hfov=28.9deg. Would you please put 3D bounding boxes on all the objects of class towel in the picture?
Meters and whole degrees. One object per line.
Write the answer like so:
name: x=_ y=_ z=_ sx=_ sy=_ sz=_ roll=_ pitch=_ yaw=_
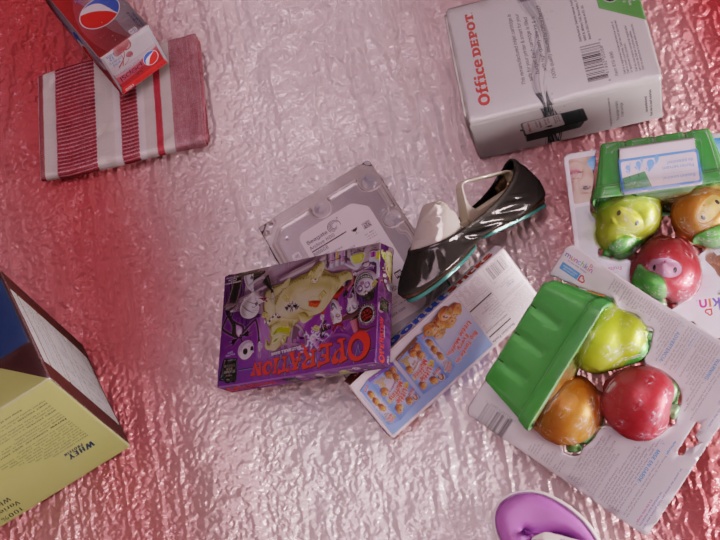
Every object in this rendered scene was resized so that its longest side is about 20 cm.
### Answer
towel: x=-0.269 y=-0.181 z=1.577 sx=0.198 sy=0.023 sz=0.145 roll=-12 pitch=64 yaw=10

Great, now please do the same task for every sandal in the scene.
sandal: x=0.190 y=0.272 z=1.233 sx=0.082 sy=0.050 sz=0.203 roll=-36 pitch=62 yaw=-4

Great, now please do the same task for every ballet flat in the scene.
ballet flat: x=0.098 y=-0.047 z=1.365 sx=0.200 sy=0.068 sz=0.069 roll=-36 pitch=102 yaw=-30

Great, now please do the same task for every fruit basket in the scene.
fruit basket: x=0.225 y=0.107 z=1.265 sx=0.199 sy=0.094 sz=0.186 roll=32 pitch=101 yaw=10
fruit basket: x=0.293 y=-0.031 z=1.323 sx=0.183 sy=0.094 sz=0.202 roll=-7 pitch=68 yaw=11

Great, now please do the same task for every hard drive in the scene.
hard drive: x=0.000 y=0.000 z=1.415 sx=0.139 sy=0.038 sz=0.201 roll=-30 pitch=61 yaw=-1

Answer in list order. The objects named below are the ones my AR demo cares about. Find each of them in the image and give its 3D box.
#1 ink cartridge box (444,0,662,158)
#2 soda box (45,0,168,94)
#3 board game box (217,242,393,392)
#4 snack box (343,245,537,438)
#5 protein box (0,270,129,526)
ink cartridge box: x=0.197 y=-0.213 z=1.434 sx=0.198 sy=0.083 sz=0.148 roll=-12 pitch=64 yaw=8
soda box: x=-0.300 y=-0.288 z=1.591 sx=0.070 sy=0.064 sz=0.200 roll=-36 pitch=52 yaw=-7
board game box: x=-0.056 y=0.048 z=1.366 sx=0.199 sy=0.032 sz=0.121 roll=-12 pitch=71 yaw=35
snack box: x=0.081 y=0.068 z=1.346 sx=0.200 sy=0.024 sz=0.072 roll=-41 pitch=108 yaw=-6
protein box: x=-0.366 y=0.138 z=1.354 sx=0.198 sy=0.200 sz=0.135 roll=-32 pitch=62 yaw=-1
